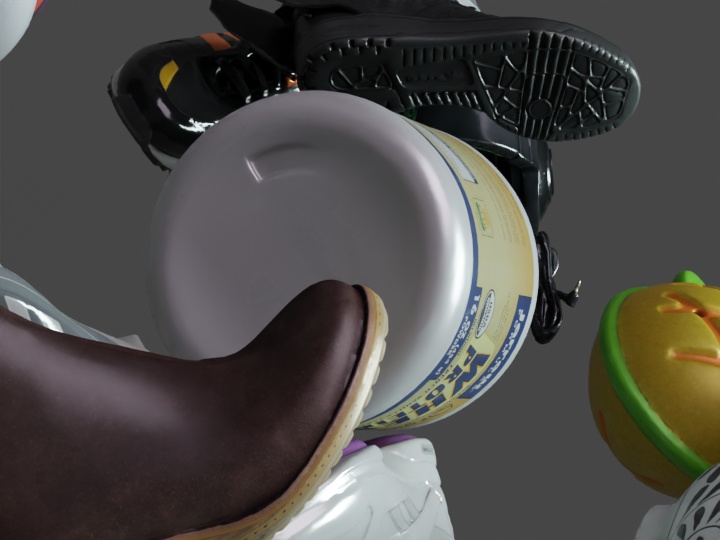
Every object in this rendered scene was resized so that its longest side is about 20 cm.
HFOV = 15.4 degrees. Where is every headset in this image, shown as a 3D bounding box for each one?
[{"bbox_3d":[0.050,-0.028,1.374,0.200,0.123,0.094,28,53,-54],"label":"headset"}]

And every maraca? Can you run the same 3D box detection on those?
[{"bbox_3d":[0.193,0.061,1.474,0.137,0.107,0.200,52,28,4],"label":"maraca"}]

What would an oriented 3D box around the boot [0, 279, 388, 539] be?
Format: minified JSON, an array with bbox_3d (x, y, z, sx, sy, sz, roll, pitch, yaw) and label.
[{"bbox_3d":[-0.099,0.046,0.995,0.166,0.200,0.072,42,-8,-23],"label":"boot"}]

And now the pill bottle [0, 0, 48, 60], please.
[{"bbox_3d":[-0.182,-0.154,1.180,0.112,0.112,0.200,44,29,-13],"label":"pill bottle"}]

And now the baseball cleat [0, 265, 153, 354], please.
[{"bbox_3d":[-0.133,0.055,1.051,0.200,0.070,0.107,21,40,-42],"label":"baseball cleat"}]

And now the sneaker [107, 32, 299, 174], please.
[{"bbox_3d":[-0.046,-0.104,1.340,0.070,0.090,0.200,57,29,11],"label":"sneaker"}]

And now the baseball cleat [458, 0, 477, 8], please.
[{"bbox_3d":[0.043,-0.138,1.533,0.106,0.070,0.200,2,64,-63],"label":"baseball cleat"}]

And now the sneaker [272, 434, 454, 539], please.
[{"bbox_3d":[-0.001,0.123,1.138,0.200,0.075,0.100,-3,71,-66],"label":"sneaker"}]

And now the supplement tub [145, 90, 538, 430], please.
[{"bbox_3d":[0.000,0.000,1.196,0.145,0.144,0.200,57,12,11],"label":"supplement tub"}]

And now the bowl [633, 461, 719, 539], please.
[{"bbox_3d":[0.182,0.168,1.314,0.201,0.094,0.201,9,90,-71],"label":"bowl"}]

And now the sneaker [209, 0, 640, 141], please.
[{"bbox_3d":[0.030,-0.115,1.282,0.199,0.060,0.104,3,32,-10],"label":"sneaker"}]
